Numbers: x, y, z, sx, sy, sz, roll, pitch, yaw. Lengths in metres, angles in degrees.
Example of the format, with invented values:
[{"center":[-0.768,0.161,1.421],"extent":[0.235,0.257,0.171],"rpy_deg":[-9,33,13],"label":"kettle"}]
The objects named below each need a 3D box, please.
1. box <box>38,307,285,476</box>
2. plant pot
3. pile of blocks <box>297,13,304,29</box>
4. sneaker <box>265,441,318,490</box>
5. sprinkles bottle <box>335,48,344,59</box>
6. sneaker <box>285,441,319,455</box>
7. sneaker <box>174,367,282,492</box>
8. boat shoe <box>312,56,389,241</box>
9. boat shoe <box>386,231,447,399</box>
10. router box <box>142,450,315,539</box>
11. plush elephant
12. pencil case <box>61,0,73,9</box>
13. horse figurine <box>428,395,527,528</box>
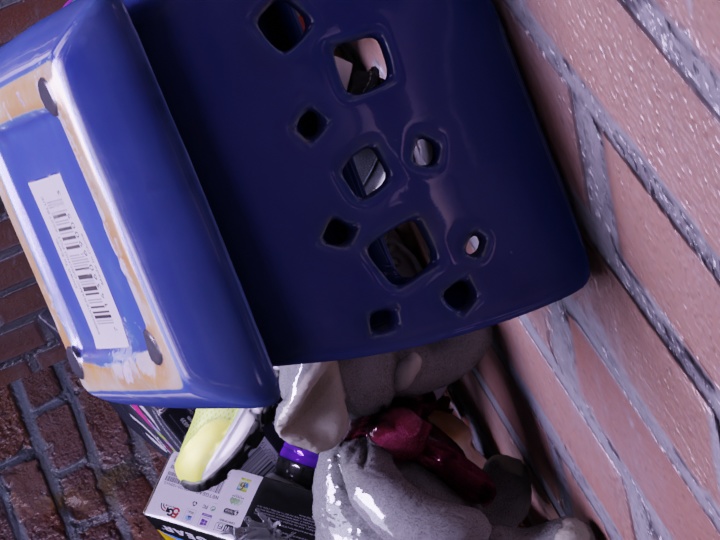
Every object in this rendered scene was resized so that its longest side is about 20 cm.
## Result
[{"center":[-0.119,0.069,1.469],"extent":[0.200,0.106,0.122],"rpy_deg":[30,158,54],"label":"box"},{"center":[-0.048,-0.045,0.891],"extent":[0.200,0.179,0.200],"rpy_deg":[-6,107,65],"label":"plant pot"},{"center":[-0.037,-0.148,1.104],"extent":[0.062,0.082,0.200],"rpy_deg":[43,164,7],"label":"pile of blocks"},{"center":[0.030,0.141,1.421],"extent":[0.200,0.100,0.069],"rpy_deg":[27,174,-38],"label":"sneaker"},{"center":[-0.038,-0.108,1.221],"extent":[0.200,0.068,0.068],"rpy_deg":[-121,11,-47],"label":"sprinkles bottle"},{"center":[-0.004,0.062,1.326],"extent":[0.200,0.074,0.080],"rpy_deg":[-79,3,-68],"label":"sneaker"},{"center":[-0.076,0.029,1.215],"extent":[0.078,0.090,0.200],"rpy_deg":[105,-175,-78],"label":"sneaker"},{"center":[-0.014,-0.026,1.094],"extent":[0.200,0.060,0.076],"rpy_deg":[111,175,-54],"label":"boat shoe"},{"center":[0.004,-0.002,1.287],"extent":[0.202,0.074,0.086],"rpy_deg":[-111,11,-53],"label":"boat shoe"},{"center":[-0.021,0.189,1.333],"extent":[0.200,0.051,0.149],"rpy_deg":[13,155,25],"label":"router box"},{"center":[0.017,0.085,1.135],"extent":[0.165,0.199,0.155],"rpy_deg":[-113,20,-79],"label":"plush elephant"},{"center":[-0.113,-0.087,1.308],"extent":[0.092,0.085,0.200],"rpy_deg":[-40,70,35],"label":"pencil case"},{"center":[0.070,0.142,1.305],"extent":[0.200,0.050,0.133],"rpy_deg":[59,175,35],"label":"horse figurine"}]
